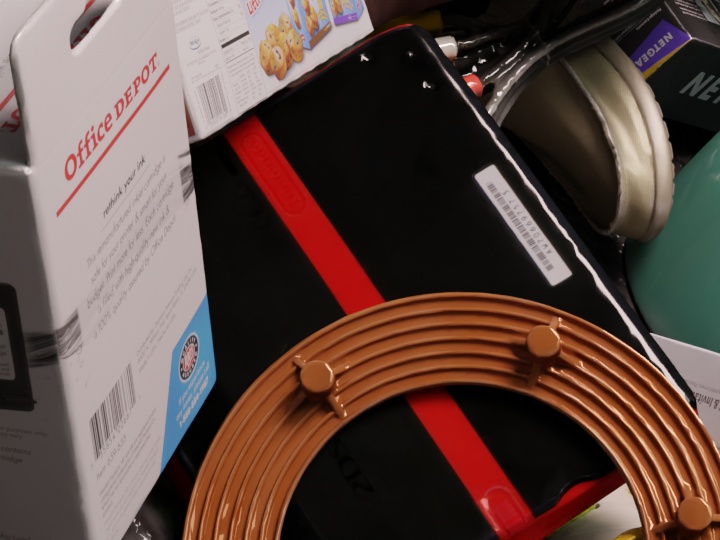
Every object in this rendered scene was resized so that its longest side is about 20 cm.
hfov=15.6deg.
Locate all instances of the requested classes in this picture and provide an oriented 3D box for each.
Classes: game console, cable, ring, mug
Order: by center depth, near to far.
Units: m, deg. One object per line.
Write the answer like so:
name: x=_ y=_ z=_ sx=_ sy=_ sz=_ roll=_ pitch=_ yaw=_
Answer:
ring: x=0.035 y=0.099 z=0.920 sx=0.199 sy=0.019 sz=0.201 roll=-1 pitch=69 yaw=2
game console: x=0.001 y=0.025 z=0.978 sx=0.176 sy=0.031 sz=0.200 roll=-31 pitch=71 yaw=-10
cable: x=0.064 y=-0.101 z=1.178 sx=0.199 sy=0.050 sz=0.097 roll=-24 pitch=59 yaw=-10
mug: x=0.212 y=-0.020 z=1.251 sx=0.152 sy=0.114 sz=0.185 roll=2 pitch=51 yaw=-43

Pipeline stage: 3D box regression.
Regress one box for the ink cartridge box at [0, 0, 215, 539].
ink cartridge box: x=-0.105 y=-0.016 z=0.862 sx=0.066 sy=0.201 sz=0.116 roll=7 pitch=35 yaw=17

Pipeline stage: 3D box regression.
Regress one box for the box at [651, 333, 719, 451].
box: x=0.214 y=0.085 z=1.127 sx=0.199 sy=0.041 sz=0.156 roll=25 pitch=-3 yaw=-24

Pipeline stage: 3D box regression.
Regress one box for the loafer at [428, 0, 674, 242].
loafer: x=0.080 y=-0.093 z=1.247 sx=0.068 sy=0.076 sz=0.200 roll=-20 pitch=65 yaw=-20

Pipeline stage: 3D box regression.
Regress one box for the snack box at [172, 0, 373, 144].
snack box: x=-0.043 y=-0.103 z=0.999 sx=0.200 sy=0.024 sz=0.072 roll=-42 pitch=116 yaw=-66

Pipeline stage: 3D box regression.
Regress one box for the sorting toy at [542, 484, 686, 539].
sorting toy: x=0.105 y=0.116 z=1.040 sx=0.199 sy=0.107 sz=0.180 roll=23 pitch=19 yaw=-25

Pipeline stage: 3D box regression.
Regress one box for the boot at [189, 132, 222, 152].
boot: x=0.000 y=0.000 z=1.049 sx=0.200 sy=0.074 sz=0.075 roll=34 pitch=21 yaw=13

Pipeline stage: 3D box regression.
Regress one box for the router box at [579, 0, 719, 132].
router box: x=0.155 y=-0.147 z=1.358 sx=0.200 sy=0.052 sz=0.158 roll=9 pitch=44 yaw=-56

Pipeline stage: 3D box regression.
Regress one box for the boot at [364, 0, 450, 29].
boot: x=0.071 y=-0.150 z=1.149 sx=0.166 sy=0.073 sz=0.200 roll=11 pitch=39 yaw=22
